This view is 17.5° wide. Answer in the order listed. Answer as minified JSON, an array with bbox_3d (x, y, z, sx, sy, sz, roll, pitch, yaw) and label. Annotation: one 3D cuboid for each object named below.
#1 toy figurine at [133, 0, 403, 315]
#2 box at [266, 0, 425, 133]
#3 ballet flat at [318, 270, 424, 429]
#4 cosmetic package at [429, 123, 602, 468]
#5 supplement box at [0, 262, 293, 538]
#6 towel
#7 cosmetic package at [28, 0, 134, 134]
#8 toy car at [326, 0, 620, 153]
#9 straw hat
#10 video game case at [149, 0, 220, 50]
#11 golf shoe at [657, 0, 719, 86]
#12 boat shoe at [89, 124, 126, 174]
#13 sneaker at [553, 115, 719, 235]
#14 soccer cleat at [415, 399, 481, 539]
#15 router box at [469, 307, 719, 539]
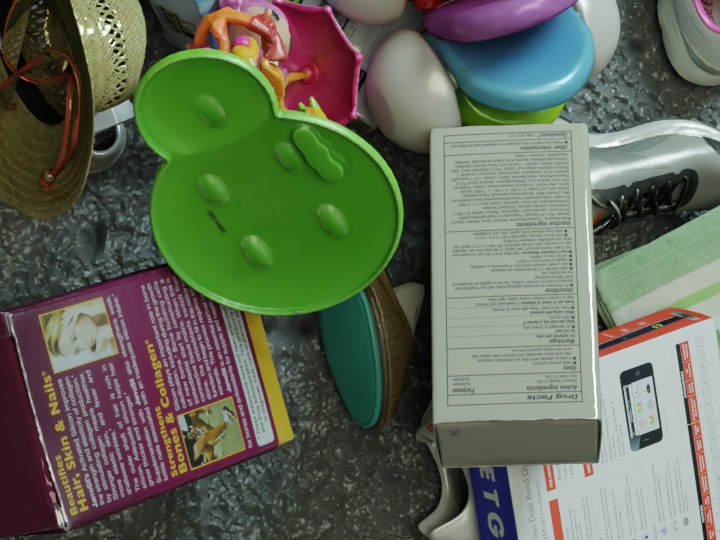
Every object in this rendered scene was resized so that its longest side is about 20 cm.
[{"bbox_3d":[-0.061,-0.106,1.414,0.149,0.185,0.200,-23,127,18],"label":"toy figurine"},{"bbox_3d":[0.011,-0.205,1.543,0.110,0.035,0.201,33,79,-12],"label":"box"},{"bbox_3d":[0.000,0.000,1.523,0.072,0.068,0.202,-21,89,-35],"label":"ballet flat"},{"bbox_3d":[0.094,0.014,1.427,0.102,0.073,0.202,-1,64,5],"label":"cosmetic package"},{"bbox_3d":[-0.153,0.073,1.405,0.199,0.103,0.132,-16,92,-48],"label":"supplement box"},{"bbox_3d":[0.259,0.058,1.569,0.152,0.023,0.201,-27,95,22],"label":"towel"},{"bbox_3d":[-0.255,-0.123,1.409,0.199,0.052,0.152,-22,97,12],"label":"cosmetic package"},{"bbox_3d":[0.081,-0.178,1.466,0.174,0.150,0.201,-25,98,-19],"label":"toy car"},{"bbox_3d":[-0.168,-0.130,1.322,0.085,0.200,0.203,-17,92,-33],"label":"straw hat"},{"bbox_3d":[-0.073,-0.249,1.445,0.045,0.181,0.201,23,80,11],"label":"video game case"},{"bbox_3d":[0.228,-0.228,1.580,0.075,0.091,0.202,-22,92,-14],"label":"golf shoe"},{"bbox_3d":[-0.211,-0.150,1.458,0.072,0.068,0.201,-28,95,-15],"label":"boat shoe"},{"bbox_3d":[0.170,-0.055,1.550,0.198,0.074,0.080,1,49,-11],"label":"sneaker"},{"bbox_3d":[0.078,0.085,1.531,0.084,0.068,0.202,2,91,-26],"label":"soccer cleat"},{"bbox_3d":[0.162,0.145,1.521,0.178,0.049,0.202,-16,105,-28],"label":"router box"}]
